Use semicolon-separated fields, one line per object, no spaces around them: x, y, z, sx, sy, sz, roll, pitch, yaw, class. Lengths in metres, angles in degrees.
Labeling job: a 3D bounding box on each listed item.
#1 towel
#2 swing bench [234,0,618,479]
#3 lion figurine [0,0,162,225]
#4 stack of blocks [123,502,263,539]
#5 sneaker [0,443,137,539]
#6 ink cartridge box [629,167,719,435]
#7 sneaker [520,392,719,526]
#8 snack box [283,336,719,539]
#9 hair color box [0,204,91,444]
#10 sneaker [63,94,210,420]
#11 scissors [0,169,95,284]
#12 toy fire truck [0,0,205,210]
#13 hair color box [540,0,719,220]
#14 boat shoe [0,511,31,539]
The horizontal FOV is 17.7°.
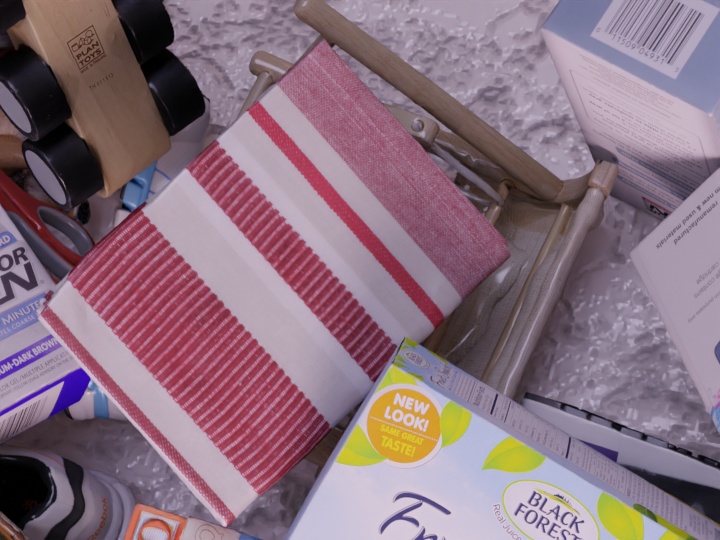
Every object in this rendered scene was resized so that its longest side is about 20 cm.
-0.041;0.005;1.126;0.200;0.023;0.144;-43;95;-14;towel
0.000;0.000;1.213;0.199;0.130;0.200;29;75;-8;swing bench
-0.201;-0.094;1.360;0.122;0.073;0.201;10;57;27;lion figurine
-0.090;0.234;1.179;0.114;0.059;0.201;15;73;11;stack of blocks
-0.218;0.116;1.256;0.198;0.080;0.074;3;70;28;sneaker
0.239;0.052;1.110;0.088;0.145;0.201;-45;54;36;ink cartridge box
0.160;0.135;1.164;0.199;0.076;0.088;20;89;26;sneaker
0.062;0.156;1.106;0.199;0.068;0.169;31;102;0;snack box
-0.236;0.000;1.205;0.109;0.065;0.200;-29;75;-31;hair color box
-0.101;-0.003;1.294;0.086;0.075;0.202;13;72;2;sneaker
-0.217;-0.061;1.261;0.200;0.073;0.014;46;116;-8;scissors
-0.182;-0.157;1.258;0.128;0.177;0.200;-38;42;-19;toy fire truck
0.164;-0.079;1.168;0.099;0.200;0.061;30;79;24;hair color box
-0.156;0.193;1.125;0.075;0.074;0.200;-37;70;-20;boat shoe
